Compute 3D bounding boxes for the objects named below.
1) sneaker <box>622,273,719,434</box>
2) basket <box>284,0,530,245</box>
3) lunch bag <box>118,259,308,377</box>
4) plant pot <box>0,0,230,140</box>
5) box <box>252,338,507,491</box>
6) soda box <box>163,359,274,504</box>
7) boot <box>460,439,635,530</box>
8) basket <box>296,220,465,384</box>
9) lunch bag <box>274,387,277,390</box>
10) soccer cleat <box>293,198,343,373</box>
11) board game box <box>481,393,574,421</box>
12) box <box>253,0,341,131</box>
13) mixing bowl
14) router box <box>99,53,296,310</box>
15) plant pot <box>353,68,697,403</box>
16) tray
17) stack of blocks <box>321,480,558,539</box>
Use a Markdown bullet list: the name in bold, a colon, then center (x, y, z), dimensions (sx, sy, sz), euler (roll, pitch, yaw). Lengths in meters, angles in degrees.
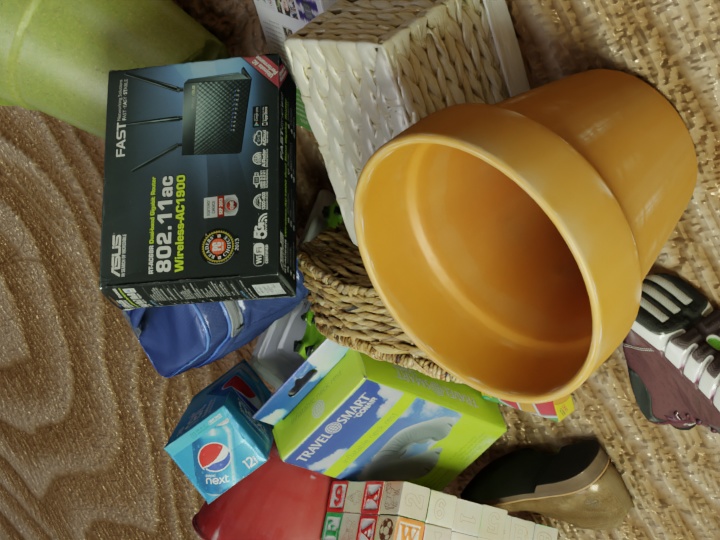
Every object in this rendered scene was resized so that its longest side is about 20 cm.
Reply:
- **sneaker**: center (0.267, 0.097, 1.036), dimensions (0.200, 0.076, 0.116), euler (47, 155, 34)
- **basket**: center (0.043, -0.117, 1.080), dimensions (0.135, 0.123, 0.200), euler (13, 129, 49)
- **lunch bag**: center (-0.148, 0.012, 1.280), dimensions (0.136, 0.132, 0.200), euler (57, 155, 4)
- **plant pot**: center (-0.232, -0.203, 1.346), dimensions (0.184, 0.200, 0.200), euler (32, 144, 15)
- **box**: center (0.019, 0.137, 1.262), dimensions (0.122, 0.200, 0.048), euler (-47, 41, 26)
- **soda box**: center (-0.122, 0.143, 1.299), dimensions (0.064, 0.068, 0.200), euler (53, -175, -7)
- **boot**: center (0.165, 0.205, 1.278), dimensions (0.075, 0.074, 0.200), euler (49, 150, -14)
- **basket**: center (0.052, 0.043, 1.152), dimensions (0.200, 0.143, 0.149), euler (18, 130, 48)
- **lunch bag**: center (0.002, 0.134, 1.423), dimensions (0.200, 0.077, 0.160), euler (58, 146, -5)
- **soccer cleat**: center (0.000, 0.000, 1.269), dimensions (0.068, 0.081, 0.200), euler (24, 101, 64)
- **board game box**: center (0.120, 0.033, 1.214), dimensions (0.095, 0.030, 0.200), euler (13, 127, 49)
- **box**: center (-0.041, -0.202, 1.176), dimensions (0.144, 0.036, 0.200), euler (34, 144, 55)
- **mixing bowl**: center (-0.050, 0.218, 1.352), dimensions (0.200, 0.200, 0.109), euler (21, 96, 43)
- **router box**: center (-0.131, -0.073, 1.165), dimensions (0.062, 0.150, 0.200), euler (57, -150, -68)
- **plant pot**: center (0.129, -0.042, 0.965), dimensions (0.200, 0.183, 0.200), euler (30, 139, 30)
- **tray**: center (-0.042, 0.033, 1.341), dimensions (0.107, 0.022, 0.200), euler (35, 111, 32)
- **stack of blocks**: center (0.081, 0.239, 1.268), dimensions (0.200, 0.059, 0.115), euler (20, 162, -30)
